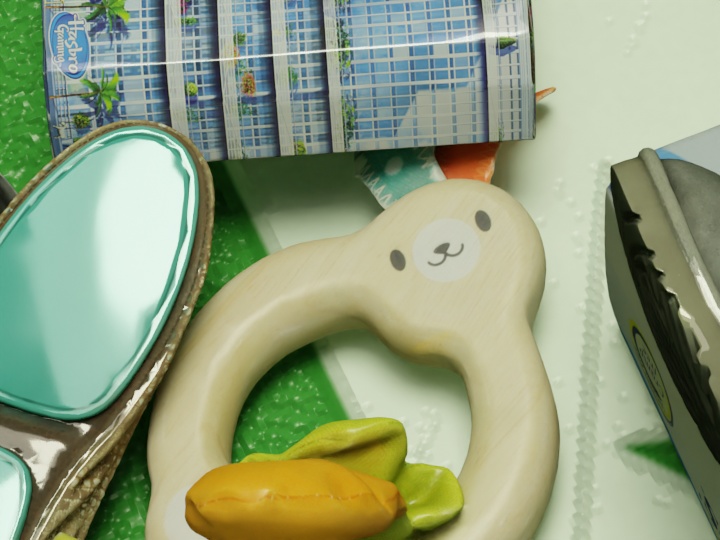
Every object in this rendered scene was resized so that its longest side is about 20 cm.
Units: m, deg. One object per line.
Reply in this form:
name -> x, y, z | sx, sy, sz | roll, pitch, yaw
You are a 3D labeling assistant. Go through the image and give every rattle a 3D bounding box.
rattle -> 0.000, 0.000, 0.822 | 0.130, 0.143, 0.201 | 15, 70, 34

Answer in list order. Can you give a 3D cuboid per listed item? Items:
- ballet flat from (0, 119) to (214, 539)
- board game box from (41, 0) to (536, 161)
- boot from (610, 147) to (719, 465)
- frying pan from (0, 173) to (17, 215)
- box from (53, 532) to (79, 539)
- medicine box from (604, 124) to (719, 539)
ballet flat -> -0.101, 0.050, 0.840 | 0.070, 0.065, 0.201 | 25, 77, 9
board game box -> -0.002, -0.127, 0.906 | 0.198, 0.062, 0.201 | -5, 46, 0
boot -> 0.184, 0.009, 0.713 | 0.199, 0.073, 0.183 | -29, 77, -1
frying pan -> -0.190, 0.023, 0.889 | 0.189, 0.031, 0.115 | -21, 62, 0
box -> -0.011, 0.134, 0.749 | 0.199, 0.075, 0.050 | 16, 62, 40
medicine box -> 0.193, 0.033, 0.798 | 0.199, 0.103, 0.183 | -21, 62, -5
